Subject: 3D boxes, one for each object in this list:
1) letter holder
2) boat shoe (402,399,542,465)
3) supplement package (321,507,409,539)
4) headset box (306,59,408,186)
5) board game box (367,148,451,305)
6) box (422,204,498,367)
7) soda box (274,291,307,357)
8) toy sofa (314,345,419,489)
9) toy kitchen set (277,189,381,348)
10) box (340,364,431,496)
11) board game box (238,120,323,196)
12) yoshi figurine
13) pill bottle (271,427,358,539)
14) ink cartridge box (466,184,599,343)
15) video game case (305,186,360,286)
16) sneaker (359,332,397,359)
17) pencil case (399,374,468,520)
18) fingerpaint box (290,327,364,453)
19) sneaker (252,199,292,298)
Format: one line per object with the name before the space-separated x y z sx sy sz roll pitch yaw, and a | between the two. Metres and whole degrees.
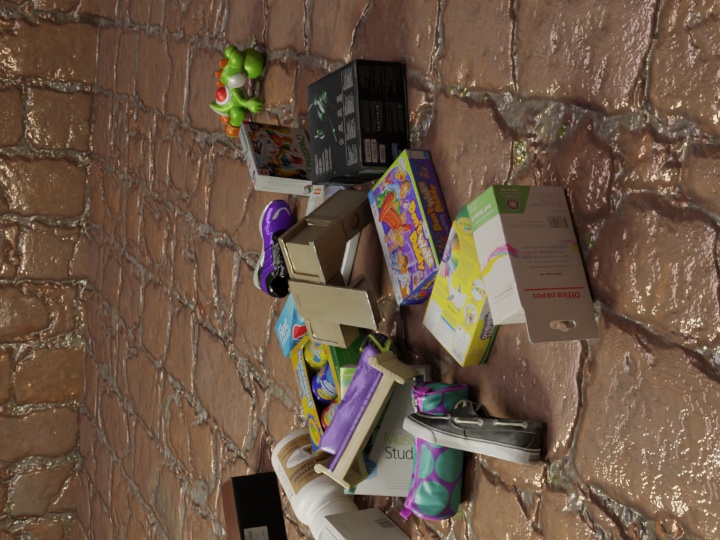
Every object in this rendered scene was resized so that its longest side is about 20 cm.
letter holder | -0.231 0.539 2.067 0.142 0.099 0.202 -41 56 56
boat shoe | 0.153 0.210 1.343 0.198 0.071 0.065 8 90 27
supplement package | -0.002 0.515 1.638 0.114 0.108 0.203 29 116 57
headset box | -0.011 -0.239 1.645 0.199 0.092 0.177 -10 82 61
board game box | 0.081 -0.067 1.533 0.135 0.044 0.202 -47 51 51
box | 0.157 0.019 1.395 0.117 0.048 0.202 48 134 46
soda box | -0.099 0.080 1.818 0.068 0.063 0.201 68 153 26
toy sofa | -0.001 0.217 1.493 0.097 0.083 0.202 30 102 17
toy kitchen set | 0.000 0.000 1.631 0.162 0.180 0.202 8 126 37
box | 0.042 0.248 1.541 0.143 0.036 0.203 -2 89 20
board game box | -0.148 -0.208 1.827 0.201 0.125 0.035 -112 34 -50
yoshi figurine | -0.247 -0.389 2.097 0.201 0.111 0.113 99 -167 -46
pill bottle | -0.075 0.388 1.761 0.201 0.113 0.115 55 137 45
ink cartridge box | 0.213 0.000 1.224 0.067 0.116 0.202 -38 58 56
video game case | -0.056 -0.071 1.805 0.182 0.023 0.202 48 131 50
sneaker | 0.045 0.201 1.604 0.076 0.074 0.203 44 -141 -86
pencil case | 0.108 0.261 1.449 0.085 0.091 0.203 16 105 60
fingerpaint box | -0.045 0.196 1.742 0.167 0.073 0.202 -49 49 50
sneaker | -0.153 -0.036 1.946 0.099 0.069 0.202 37 127 46
